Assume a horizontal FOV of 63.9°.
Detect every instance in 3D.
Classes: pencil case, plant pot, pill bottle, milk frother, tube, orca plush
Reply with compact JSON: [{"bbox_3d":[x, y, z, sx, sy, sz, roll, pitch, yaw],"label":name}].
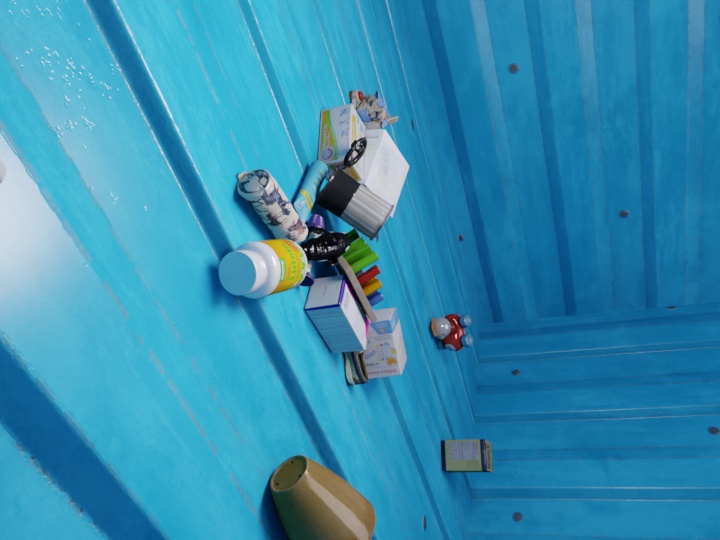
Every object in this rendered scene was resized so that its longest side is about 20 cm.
[{"bbox_3d":[-0.193,-0.137,1.267,0.078,0.089,0.200,-57,144,-19],"label":"pencil case"},{"bbox_3d":[-0.095,0.486,1.201,0.201,0.185,0.187,59,28,-21],"label":"plant pot"},{"bbox_3d":[-0.195,-0.004,1.158,0.200,0.110,0.112,-16,98,-70],"label":"pill bottle"},{"bbox_3d":[0.010,-0.223,1.559,0.188,0.200,0.181,33,29,-7],"label":"milk frother"},{"bbox_3d":[-0.135,-0.208,1.510,0.078,0.050,0.201,66,30,-41],"label":"tube"},{"bbox_3d":[-0.091,-0.072,1.406,0.199,0.071,0.106,6,63,-38],"label":"orca plush"}]

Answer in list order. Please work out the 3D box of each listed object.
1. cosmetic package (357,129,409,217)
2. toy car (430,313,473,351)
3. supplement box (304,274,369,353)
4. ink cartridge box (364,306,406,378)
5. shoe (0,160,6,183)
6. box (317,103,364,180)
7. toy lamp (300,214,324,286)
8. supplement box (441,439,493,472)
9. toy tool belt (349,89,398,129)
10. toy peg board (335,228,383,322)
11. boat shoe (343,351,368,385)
[{"bbox_3d":[0.040,-0.301,1.816,0.199,0.122,0.201,43,61,-52],"label":"cosmetic package"},{"bbox_3d":[0.394,0.287,2.702,0.199,0.184,0.178,8,74,-40],"label":"toy car"},{"bbox_3d":[-0.057,0.118,1.519,0.102,0.103,0.201,-80,153,-42],"label":"supplement box"},{"bbox_3d":[0.060,0.231,1.753,0.125,0.128,0.201,-51,130,-71],"label":"ink cartridge box"},{"bbox_3d":[-0.450,-0.112,0.551,0.200,0.071,0.092,44,44,-53],"label":"shoe"},{"bbox_3d":[-0.055,-0.369,1.700,0.113,0.101,0.201,48,39,-59],"label":"box"},{"bbox_3d":[-0.127,-0.056,1.457,0.058,0.058,0.201,60,31,-47],"label":"toy lamp"},{"bbox_3d":[0.489,0.850,2.643,0.200,0.198,0.135,43,43,-61],"label":"supplement box"},{"bbox_3d":[0.052,-0.580,2.050,0.200,0.122,0.126,47,40,-58],"label":"toy tool belt"},{"bbox_3d":[0.000,0.000,1.576,0.200,0.097,0.200,52,-8,52],"label":"toy peg board"},{"bbox_3d":[-0.013,0.227,1.655,0.072,0.066,0.202,-5,88,-70],"label":"boat shoe"}]
